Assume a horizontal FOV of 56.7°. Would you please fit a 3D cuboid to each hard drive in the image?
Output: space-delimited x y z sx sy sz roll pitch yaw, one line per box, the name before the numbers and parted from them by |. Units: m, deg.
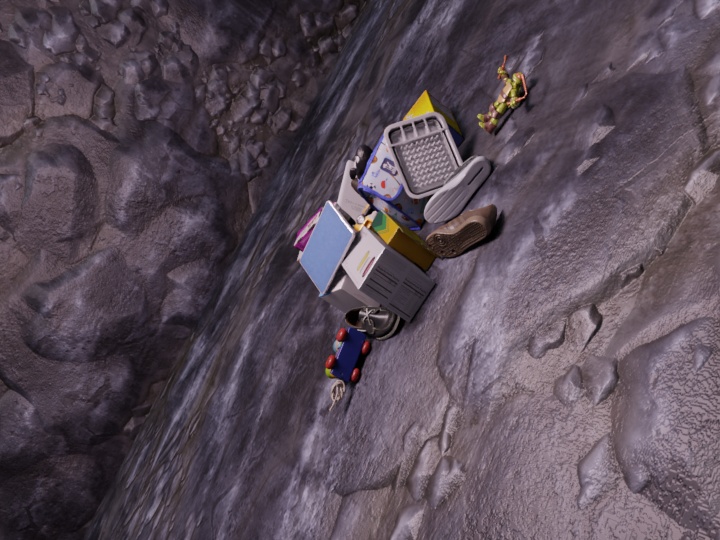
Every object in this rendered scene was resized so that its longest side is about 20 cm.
hard drive | 0.000 -0.222 2.002 0.026 0.129 0.205 130 156 -58

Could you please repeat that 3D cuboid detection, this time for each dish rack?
dish rack | 0.157 -0.279 1.651 0.044 0.167 0.205 114 136 -71

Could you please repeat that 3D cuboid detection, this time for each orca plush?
orca plush | 0.019 -0.226 1.768 0.072 0.102 0.204 -88 2 -53

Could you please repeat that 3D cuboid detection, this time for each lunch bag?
lunch bag | 0.097 -0.227 1.717 0.123 0.198 0.173 -1 58 58

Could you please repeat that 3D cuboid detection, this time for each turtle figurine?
turtle figurine | 0.347 -0.419 1.605 0.162 0.063 0.203 -54 29 34

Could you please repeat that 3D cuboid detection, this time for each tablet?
tablet | -0.085 -0.055 1.659 0.131 0.013 0.203 51 128 31

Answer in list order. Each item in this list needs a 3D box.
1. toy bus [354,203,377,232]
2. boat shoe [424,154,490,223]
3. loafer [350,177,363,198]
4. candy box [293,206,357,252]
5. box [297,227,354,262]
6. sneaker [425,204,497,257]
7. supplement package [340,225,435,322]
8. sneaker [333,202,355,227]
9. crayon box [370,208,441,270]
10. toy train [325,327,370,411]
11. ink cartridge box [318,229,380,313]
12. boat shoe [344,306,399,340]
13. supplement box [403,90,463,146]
toy bus | 0.067 -0.182 1.889 0.078 0.065 0.203 33 92 34
boat shoe | 0.229 -0.191 1.581 0.199 0.072 0.071 -42 16 14
loafer | 0.039 -0.257 1.944 0.198 0.071 0.074 -12 -48 -60
candy box | -0.072 -0.070 1.895 0.136 0.197 0.062 -40 26 39
box | -0.087 -0.080 2.045 0.199 0.123 0.099 -39 29 42
sneaker | 0.226 -0.087 1.464 0.076 0.071 0.198 -48 17 -32
supplement package | 0.059 0.004 1.566 0.112 0.154 0.200 -55 21 6
sneaker | -0.066 -0.071 1.716 0.074 0.086 0.203 -43 -22 -53
crayon box | 0.106 -0.071 1.601 0.051 0.125 0.200 -54 21 8
toy train | -0.057 0.246 1.622 0.204 0.083 0.115 -67 13 -20
ink cartridge box | 0.000 0.000 1.745 0.128 0.124 0.204 -21 43 57
boat shoe | 0.027 0.121 1.605 0.198 0.067 0.074 -4 62 61
supplement box | 0.197 -0.390 1.840 0.110 0.108 0.202 -47 24 24
